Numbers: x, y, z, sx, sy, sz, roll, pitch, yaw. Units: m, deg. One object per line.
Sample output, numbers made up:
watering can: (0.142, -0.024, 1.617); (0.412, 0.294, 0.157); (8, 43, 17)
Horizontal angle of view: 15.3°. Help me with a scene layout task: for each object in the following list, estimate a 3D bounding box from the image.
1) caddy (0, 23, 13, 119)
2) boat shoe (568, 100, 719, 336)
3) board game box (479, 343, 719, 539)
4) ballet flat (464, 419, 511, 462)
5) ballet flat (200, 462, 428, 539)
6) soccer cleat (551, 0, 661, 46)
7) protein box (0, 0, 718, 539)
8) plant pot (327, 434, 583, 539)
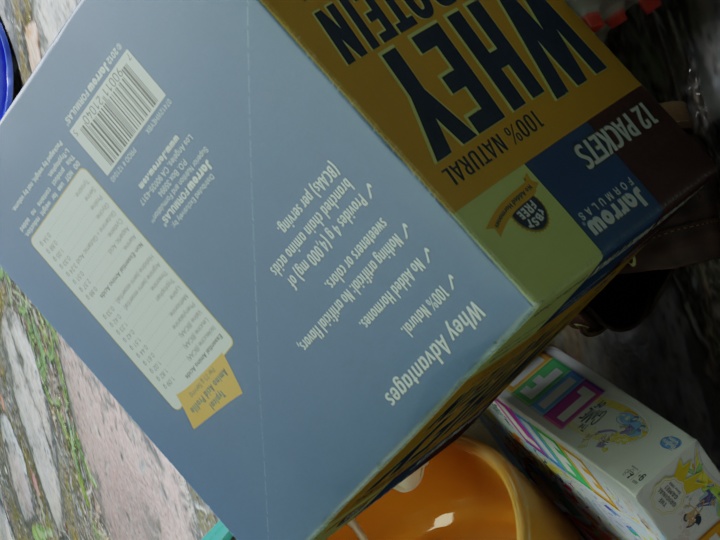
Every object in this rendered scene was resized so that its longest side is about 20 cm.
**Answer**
caddy: (-0.357, -0.182, 2.246); (0.141, 0.105, 0.201); (-48, 57, 43)
boat shoe: (0.097, -0.007, 1.119); (0.200, 0.070, 0.071); (130, 119, -73)
board game box: (0.113, 0.095, 1.135); (0.135, 0.034, 0.200); (54, 171, -26)
ballet flat: (0.052, 0.088, 1.343); (0.200, 0.069, 0.070); (140, 113, -69)
ballet flat: (-0.010, 0.091, 1.172); (0.069, 0.200, 0.069); (38, -175, -4)
soccer cleat: (0.080, -0.121, 1.073); (0.078, 0.069, 0.200); (57, 162, 10)
protein box: (-0.015, -0.032, 1.025); (0.200, 0.135, 0.199); (48, 132, 7)
plant pot: (0.053, 0.205, 1.211); (0.183, 0.200, 0.200); (40, 180, -31)
